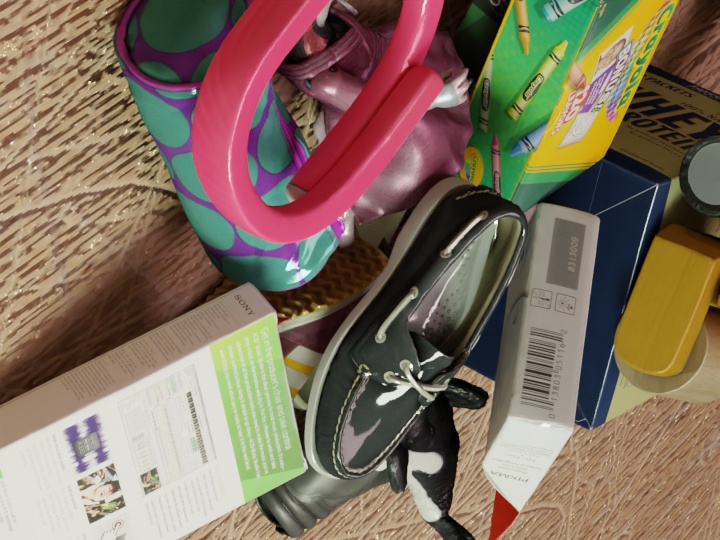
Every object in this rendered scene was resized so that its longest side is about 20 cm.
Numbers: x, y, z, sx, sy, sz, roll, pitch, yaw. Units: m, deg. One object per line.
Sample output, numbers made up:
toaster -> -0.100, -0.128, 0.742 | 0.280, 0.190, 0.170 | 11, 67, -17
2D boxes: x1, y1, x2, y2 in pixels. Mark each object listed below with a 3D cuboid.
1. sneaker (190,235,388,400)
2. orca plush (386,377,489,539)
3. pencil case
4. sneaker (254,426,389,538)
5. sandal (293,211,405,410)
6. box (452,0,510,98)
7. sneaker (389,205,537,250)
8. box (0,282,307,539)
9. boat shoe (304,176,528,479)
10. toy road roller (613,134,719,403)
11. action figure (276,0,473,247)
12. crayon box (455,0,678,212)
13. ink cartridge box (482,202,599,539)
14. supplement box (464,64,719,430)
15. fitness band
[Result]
sneaker -> -0.062, 0.053, 1.601 | 0.200, 0.075, 0.090 | -34, 141, -27
orca plush -> 0.052, 0.104, 1.657 | 0.105, 0.071, 0.200 | -92, 165, -56
pencil case -> -0.069, -0.076, 1.448 | 0.200, 0.092, 0.085 | 66, 23, -53
sneaker -> -0.023, 0.130, 1.746 | 0.099, 0.071, 0.200 | -32, 174, 6
sandal -> 0.000, -0.001, 1.667 | 0.080, 0.057, 0.201 | 19, 98, -61
box -> 0.129, -0.193, 1.669 | 0.144, 0.036, 0.200 | -26, 149, -51
sneaker -> 0.066, -0.006, 1.748 | 0.200, 0.081, 0.088 | -55, 149, -13
box -> -0.131, 0.106, 1.490 | 0.200, 0.036, 0.145 | -25, 137, -16
boat shoe -> 0.033, 0.040, 1.547 | 0.076, 0.060, 0.200 | 22, 92, -41
toy road roller -> 0.277, 0.011, 1.759 | 0.123, 0.146, 0.200 | 13, 102, -59
action figure -> -0.010, -0.123, 1.538 | 0.149, 0.134, 0.200 | -29, 148, 19
crayon box -> 0.132, -0.133, 1.621 | 0.119, 0.058, 0.200 | -34, 156, -40
ink cartridge box -> 0.102, 0.072, 1.709 | 0.200, 0.047, 0.160 | 116, -15, -59
supplement box -> 0.189, -0.022, 1.880 | 0.200, 0.134, 0.200 | -22, 132, -51
fitness band -> -0.017, -0.108, 1.390 | 0.200, 0.037, 0.144 | -54, 144, -18
